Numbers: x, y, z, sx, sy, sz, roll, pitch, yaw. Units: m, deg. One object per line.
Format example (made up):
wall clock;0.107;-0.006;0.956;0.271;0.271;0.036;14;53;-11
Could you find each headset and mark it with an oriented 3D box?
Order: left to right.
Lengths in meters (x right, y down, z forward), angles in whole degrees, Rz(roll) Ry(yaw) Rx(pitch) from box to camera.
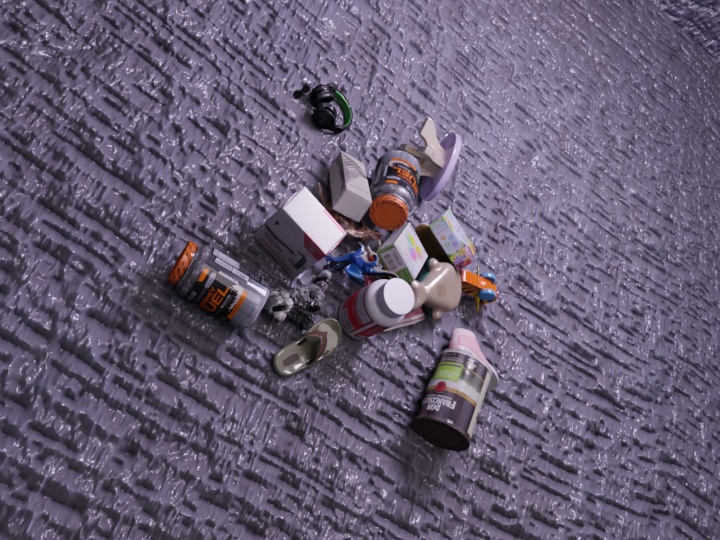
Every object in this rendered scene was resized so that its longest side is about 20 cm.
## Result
headset;-0.091;-0.444;1.710;0.198;0.093;0.126;8;67;-42

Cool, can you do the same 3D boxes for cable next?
cable;0.070;0.023;1.630;0.096;0.050;0.202;-23;84;-41

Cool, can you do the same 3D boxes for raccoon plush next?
raccoon plush;-0.155;0.056;1.514;0.132;0.098;0.201;25;29;-6

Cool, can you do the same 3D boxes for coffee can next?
coffee can;0.230;0.319;1.596;0.146;0.146;0.202;37;56;-15

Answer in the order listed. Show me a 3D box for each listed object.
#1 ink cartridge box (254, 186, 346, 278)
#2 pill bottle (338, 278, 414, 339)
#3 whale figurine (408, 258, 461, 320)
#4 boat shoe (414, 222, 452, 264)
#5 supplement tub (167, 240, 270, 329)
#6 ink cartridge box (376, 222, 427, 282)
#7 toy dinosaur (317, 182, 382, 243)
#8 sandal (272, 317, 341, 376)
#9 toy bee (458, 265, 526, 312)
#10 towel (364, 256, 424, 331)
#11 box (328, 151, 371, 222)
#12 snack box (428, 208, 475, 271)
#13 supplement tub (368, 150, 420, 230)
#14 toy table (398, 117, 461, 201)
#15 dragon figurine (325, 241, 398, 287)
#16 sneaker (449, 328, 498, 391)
ink cartridge box;-0.143;-0.082;1.477;0.146;0.199;0.085;47;60;-8
pill bottle;0.038;0.088;1.527;0.111;0.199;0.114;11;67;-28
whale figurine;0.177;0.049;1.673;0.198;0.103;0.162;-13;102;-45
boat shoe;0.213;-0.042;1.767;0.203;0.070;0.069;66;24;-10
supplement tub;-0.304;0.030;1.383;0.198;0.122;0.124;32;58;-18
ink cartridge box;0.116;-0.052;1.652;0.105;0.059;0.200;60;29;-13
toy dinosaur;-0.047;-0.131;1.633;0.134;0.086;0.202;-21;72;-43
sandal;-0.113;0.179;1.486;0.200;0.057;0.080;-34;92;-36
toy bee;0.340;0.065;1.787;0.198;0.109;0.132;34;56;-4
towel;0.083;0.049;1.676;0.145;0.030;0.203;-13;80;-34
box;-0.028;-0.214;1.624;0.081;0.069;0.201;25;30;-24
snack box;0.253;-0.088;1.754;0.143;0.053;0.200;55;16;-2
supplement tub;0.085;-0.206;1.660;0.122;0.122;0.202;32;43;-18
toy table;0.186;-0.311;1.793;0.116;0.183;0.203;26;82;-23
dragon figurine;0.000;0.000;1.561;0.199;0.059;0.100;37;79;23
sneaker;0.302;0.230;1.717;0.200;0.075;0.106;45;29;-28
